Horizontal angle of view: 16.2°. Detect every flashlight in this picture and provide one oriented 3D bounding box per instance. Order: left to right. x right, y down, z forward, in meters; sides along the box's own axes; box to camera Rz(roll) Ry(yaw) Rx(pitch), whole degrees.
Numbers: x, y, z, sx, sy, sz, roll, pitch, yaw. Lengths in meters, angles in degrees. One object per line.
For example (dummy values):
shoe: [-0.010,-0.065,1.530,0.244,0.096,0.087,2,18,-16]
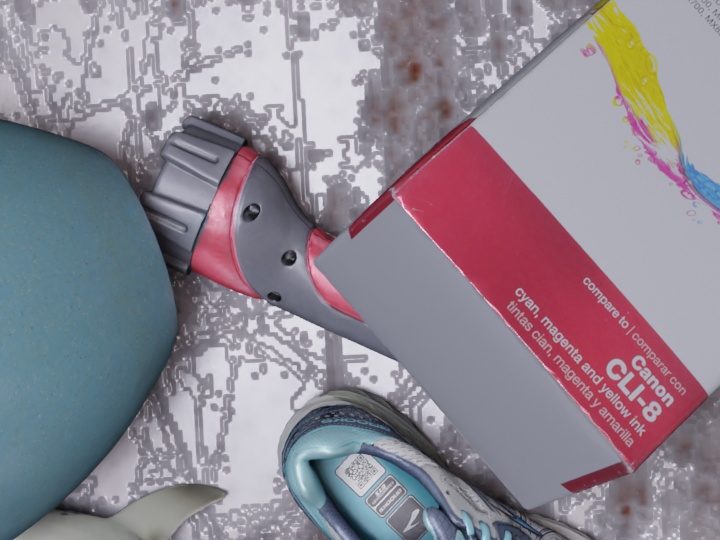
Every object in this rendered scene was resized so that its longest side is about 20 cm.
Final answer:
flashlight: [0.000,0.000,1.115,0.199,0.068,0.068,23,82,4]

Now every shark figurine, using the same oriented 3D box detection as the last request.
shark figurine: [-0.094,0.180,1.117,0.128,0.215,0.090,-17,134,-21]

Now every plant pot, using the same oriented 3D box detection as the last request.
plant pot: [-0.158,0.014,1.082,0.134,0.200,0.201,-22,91,-18]

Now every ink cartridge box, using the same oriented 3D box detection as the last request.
ink cartridge box: [0.110,-0.026,1.031,0.200,0.145,0.145,-42,90,-17]

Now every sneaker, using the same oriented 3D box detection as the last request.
sneaker: [0.044,0.131,1.107,0.199,0.086,0.078,33,96,3]
